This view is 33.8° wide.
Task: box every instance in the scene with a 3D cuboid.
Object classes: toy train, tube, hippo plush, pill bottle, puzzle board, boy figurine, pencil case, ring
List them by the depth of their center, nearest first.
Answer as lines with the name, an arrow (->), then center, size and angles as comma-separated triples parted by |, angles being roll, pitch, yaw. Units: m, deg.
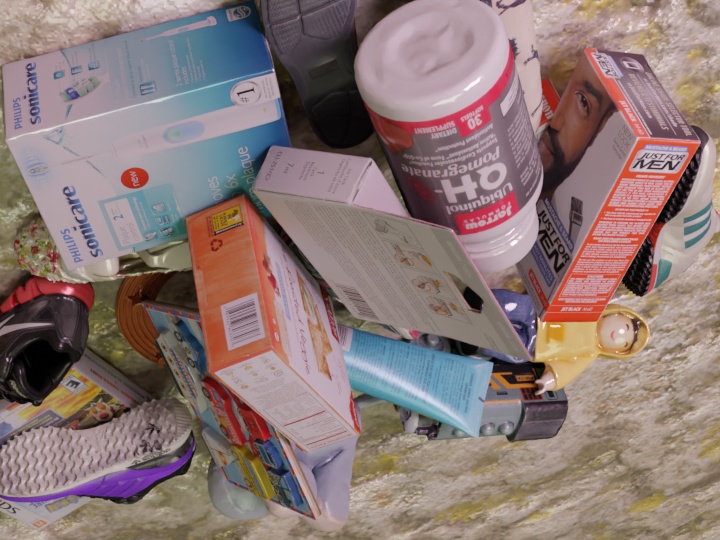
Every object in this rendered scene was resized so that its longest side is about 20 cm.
pill bottle -> 0.074, -0.091, 0.873 | 0.109, 0.112, 0.201 | -22, 138, 4
pencil case -> 0.092, -0.173, 0.919 | 0.088, 0.078, 0.201 | -20, 139, 0
puzzle board -> -0.118, 0.121, 1.038 | 0.017, 0.150, 0.202 | -35, 114, -31
ring -> -0.129, 0.034, 1.111 | 0.197, 0.019, 0.202 | -11, 139, -10
tube -> 0.028, 0.094, 1.129 | 0.197, 0.079, 0.050 | 18, 160, -6
hippo plush -> -0.091, 0.166, 1.197 | 0.159, 0.202, 0.160 | -14, 129, 37
boy figurine -> 0.199, 0.064, 1.199 | 0.196, 0.127, 0.064 | 8, 176, -15
toy train -> 0.121, 0.122, 1.227 | 0.197, 0.115, 0.086 | 0, 136, -21

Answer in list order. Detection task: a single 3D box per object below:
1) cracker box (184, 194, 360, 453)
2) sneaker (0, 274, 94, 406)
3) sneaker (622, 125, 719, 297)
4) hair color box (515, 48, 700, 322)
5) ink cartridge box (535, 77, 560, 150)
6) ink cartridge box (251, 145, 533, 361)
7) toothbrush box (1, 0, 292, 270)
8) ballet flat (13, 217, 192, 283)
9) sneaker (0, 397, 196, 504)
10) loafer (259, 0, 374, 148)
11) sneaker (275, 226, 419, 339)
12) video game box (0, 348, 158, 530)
cracker box -> -0.066, 0.049, 0.951 | 0.057, 0.136, 0.200 | -19, 150, 10
sneaker -> -0.315, 0.081, 1.032 | 0.198, 0.099, 0.071 | -29, 140, 14
sneaker -> 0.309, -0.065, 1.142 | 0.092, 0.071, 0.202 | -20, 141, -26
hair color box -> 0.189, -0.065, 0.973 | 0.063, 0.112, 0.202 | 1, 135, -22
ink cartridge box -> 0.160, -0.106, 1.043 | 0.198, 0.051, 0.109 | -30, 138, 11
ink cartridge box -> 0.034, -0.011, 0.900 | 0.174, 0.045, 0.200 | 12, 156, 32
toothbrush box -> -0.154, -0.100, 0.902 | 0.197, 0.086, 0.148 | -14, 140, -4
ballet flat -> -0.190, -0.023, 0.989 | 0.196, 0.064, 0.077 | -10, 123, -10
sneaker -> -0.250, 0.193, 1.133 | 0.197, 0.070, 0.100 | -13, 141, -7
loafer -> -0.034, -0.182, 0.883 | 0.071, 0.064, 0.202 | -15, 136, 1
sneaker -> 0.000, 0.000, 1.089 | 0.074, 0.082, 0.200 | -7, 148, 33
video game box -> -0.304, 0.167, 1.171 | 0.198, 0.047, 0.182 | -31, 140, 13
